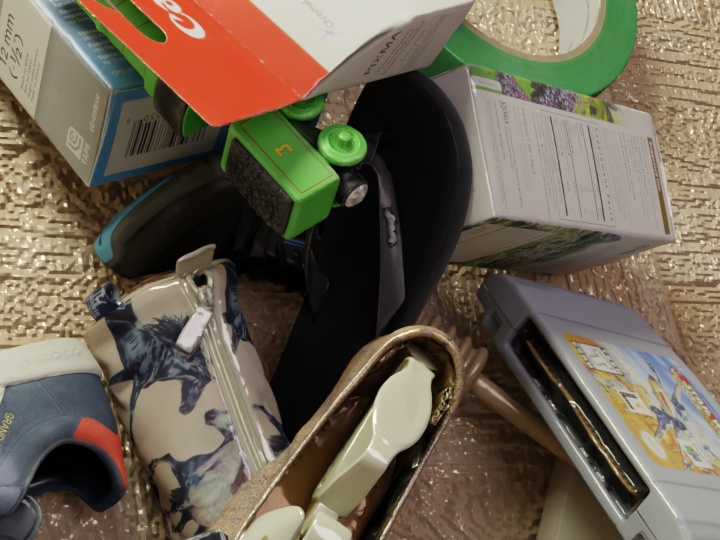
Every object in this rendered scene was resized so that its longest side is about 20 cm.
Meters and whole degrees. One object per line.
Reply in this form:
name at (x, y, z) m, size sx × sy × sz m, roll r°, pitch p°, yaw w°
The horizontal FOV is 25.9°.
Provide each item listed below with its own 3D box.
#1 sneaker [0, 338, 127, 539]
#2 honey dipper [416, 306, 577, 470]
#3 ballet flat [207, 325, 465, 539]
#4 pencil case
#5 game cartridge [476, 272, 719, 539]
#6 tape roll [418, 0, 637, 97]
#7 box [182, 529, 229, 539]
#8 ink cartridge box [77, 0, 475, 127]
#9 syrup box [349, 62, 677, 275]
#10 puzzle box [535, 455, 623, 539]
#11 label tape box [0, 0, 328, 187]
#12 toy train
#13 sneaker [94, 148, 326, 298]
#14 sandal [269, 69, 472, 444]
sneaker at (-0.182, 0.090, 0.648) m, size 0.198 × 0.075 × 0.085 m, roll -15°, pitch 70°, yaw -38°
honey dipper at (0.101, 0.091, 0.835) m, size 0.199 × 0.038 × 0.038 m, roll 37°, pitch 51°, yaw 1°
ballet flat at (-0.015, 0.098, 0.647) m, size 0.068 × 0.067 × 0.201 m, roll 36°, pitch 59°, yaw -9°
pencil case at (-0.058, 0.093, 0.717) m, size 0.077 × 0.090 × 0.202 m, roll -20°, pitch 77°, yaw -22°
game cartridge at (0.153, 0.084, 0.833) m, size 0.132 × 0.042 × 0.201 m, roll 9°, pitch 36°, yaw -41°
tape roll at (0.081, -0.183, 0.983) m, size 0.198 × 0.048 × 0.203 m, roll 15°, pitch 58°, yaw -26°
box at (-0.145, 0.192, 0.548) m, size 0.198 × 0.182 × 0.105 m, roll -15°, pitch 75°, yaw -37°
ink cartridge box at (-0.055, -0.144, 0.691) m, size 0.162 × 0.057 × 0.200 m, roll 43°, pitch 24°, yaw 12°
syrup box at (0.088, -0.049, 0.850) m, size 0.199 × 0.078 × 0.083 m, roll 3°, pitch 74°, yaw -53°
puzzle box at (0.150, 0.180, 0.847) m, size 0.132 × 0.025 × 0.202 m, roll 32°, pitch 52°, yaw -15°
label tape box at (-0.125, -0.141, 0.807) m, size 0.142 × 0.067 × 0.200 m, roll -18°, pitch 52°, yaw -38°
toy train at (-0.074, -0.094, 0.702) m, size 0.056 × 0.042 × 0.200 m, roll -31°, pitch 67°, yaw -31°
sneaker at (-0.040, -0.023, 0.803) m, size 0.198 × 0.073 × 0.083 m, roll -18°, pitch 84°, yaw -34°
sandal at (0.000, 0.001, 0.756) m, size 0.043 × 0.075 × 0.203 m, roll 12°, pitch 95°, yaw -56°
